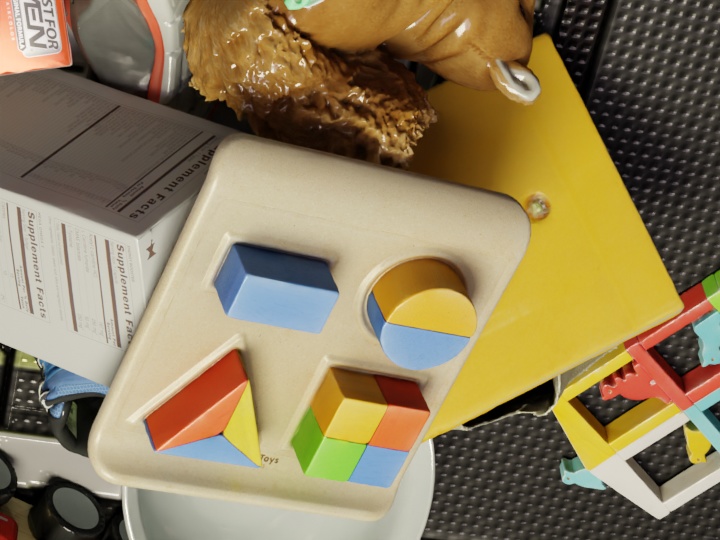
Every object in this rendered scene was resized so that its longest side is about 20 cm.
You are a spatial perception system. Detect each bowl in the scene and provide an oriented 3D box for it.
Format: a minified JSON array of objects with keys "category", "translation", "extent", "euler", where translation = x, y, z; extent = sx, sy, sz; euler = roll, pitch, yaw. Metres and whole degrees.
[{"category":"bowl","translation":[-0.061,0.119,1.423],"extent":[0.199,0.090,0.203],"euler":[-2,96,-20]}]

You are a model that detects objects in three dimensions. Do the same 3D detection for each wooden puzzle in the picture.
[{"category":"wooden puzzle","translation":[-0.022,0.041,1.194],"extent":[0.184,0.046,0.201],"euler":[11,117,-28]}]

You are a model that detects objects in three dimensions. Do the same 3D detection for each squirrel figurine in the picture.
[{"category":"squirrel figurine","translation":[0.009,-0.133,1.233],"extent":[0.186,0.141,0.201],"euler":[35,81,-45]}]

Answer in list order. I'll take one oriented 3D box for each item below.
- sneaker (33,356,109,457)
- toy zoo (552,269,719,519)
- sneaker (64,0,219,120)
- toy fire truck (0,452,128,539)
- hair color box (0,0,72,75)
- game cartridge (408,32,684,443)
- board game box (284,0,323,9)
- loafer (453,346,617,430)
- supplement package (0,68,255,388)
[{"category":"sneaker","translation":[-0.164,0.051,1.336],"extent":[0.090,0.199,0.079],"euler":[-57,137,-10]},{"category":"toy zoo","translation":[0.208,0.080,1.480],"extent":[0.199,0.021,0.131],"euler":[-34,121,18]},{"category":"sneaker","translation":[-0.123,-0.134,1.289],"extent":[0.081,0.077,0.201],"euler":[23,133,18]},{"category":"toy fire truck","translation":[-0.216,0.237,1.446],"extent":[0.175,0.201,0.129],"euler":[28,118,-22]},{"category":"hair color box","translation":[-0.253,-0.132,1.205],"extent":[0.198,0.102,0.062],"euler":[-9,112,-7]},{"category":"game cartridge","translation":[0.055,-0.012,1.309],"extent":[0.199,0.032,0.177],"euler":[-26,85,-5]},{"category":"board game box","translation":[-0.085,-0.239,1.071],"extent":[0.199,0.026,0.201],"euler":[21,119,3]},{"category":"loafer","translation":[0.103,0.048,1.377],"extent":[0.199,0.068,0.076],"euler":[-26,129,-26]},{"category":"supplement package","translation":[-0.159,-0.028,1.262],"extent":[0.199,0.114,0.110],"euler":[20,132,29]}]
